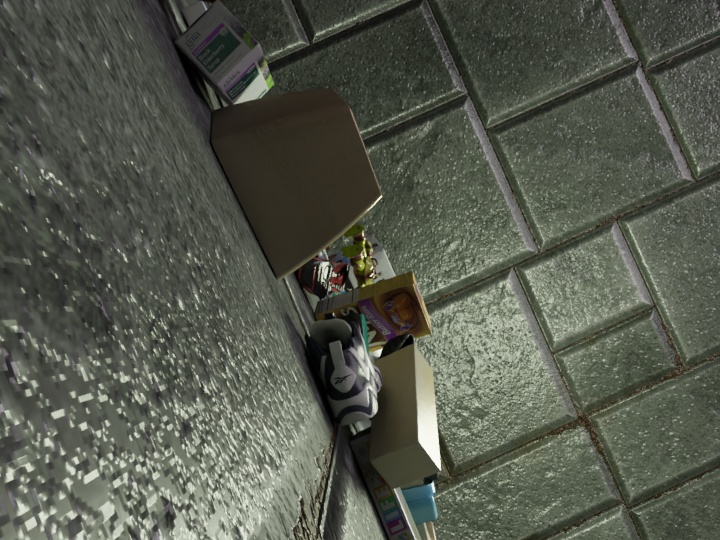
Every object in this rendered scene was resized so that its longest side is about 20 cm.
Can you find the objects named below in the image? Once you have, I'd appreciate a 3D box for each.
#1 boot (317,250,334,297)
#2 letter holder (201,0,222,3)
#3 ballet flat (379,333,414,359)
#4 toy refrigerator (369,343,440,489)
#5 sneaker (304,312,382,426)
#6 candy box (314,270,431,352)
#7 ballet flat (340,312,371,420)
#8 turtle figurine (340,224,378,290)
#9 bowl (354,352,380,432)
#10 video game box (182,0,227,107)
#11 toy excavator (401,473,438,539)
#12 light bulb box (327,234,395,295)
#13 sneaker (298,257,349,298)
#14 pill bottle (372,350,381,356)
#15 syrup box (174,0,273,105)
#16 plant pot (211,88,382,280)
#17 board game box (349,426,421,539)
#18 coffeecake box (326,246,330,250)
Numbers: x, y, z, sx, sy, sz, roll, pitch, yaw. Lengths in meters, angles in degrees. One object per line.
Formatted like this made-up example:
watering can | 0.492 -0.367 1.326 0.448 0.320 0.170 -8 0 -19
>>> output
boot | -0.101 -0.033 1.351 0.091 0.072 0.201 57 -8 44
letter holder | -0.265 -0.454 0.843 0.201 0.140 0.102 -116 -146 -54
ballet flat | 0.055 0.185 1.004 0.066 0.057 0.202 28 41 -16
toy refrigerator | 0.064 0.204 0.868 0.070 0.075 0.201 55 19 -24
sneaker | -0.024 0.112 0.826 0.199 0.078 0.132 -63 139 -79
candy box | 0.025 0.090 1.157 0.057 0.197 0.118 -85 154 -62
ballet flat | -0.009 0.161 0.970 0.068 0.067 0.202 69 7 -49
turtle figurine | 0.000 0.000 1.211 0.162 0.063 0.202 75 29 -51
bowl | 0.018 0.216 1.094 0.201 0.089 0.204 157 -90 -88
video game box | -0.253 -0.366 1.130 0.182 0.046 0.202 -173 -121 -86
toy excavator | 0.101 0.432 1.099 0.195 0.098 0.203 63 16 -79
light bulb box | -0.018 0.019 1.600 0.198 0.198 0.126 -118 -177 -74
sneaker | -0.091 0.010 1.189 0.200 0.086 0.075 9 95 -72
pill bottle | 0.041 0.255 1.429 0.114 0.113 0.202 -117 -176 -68
syrup box | -0.185 -0.291 0.859 0.081 0.079 0.200 45 0 -5
plant pot | -0.081 -0.143 0.839 0.200 0.175 0.202 -116 -177 -62
board game box | 0.042 0.330 0.875 0.135 0.034 0.202 75 -8 -79
coffeecake box | -0.156 -0.151 1.556 0.154 0.072 0.202 70 -3 -73
